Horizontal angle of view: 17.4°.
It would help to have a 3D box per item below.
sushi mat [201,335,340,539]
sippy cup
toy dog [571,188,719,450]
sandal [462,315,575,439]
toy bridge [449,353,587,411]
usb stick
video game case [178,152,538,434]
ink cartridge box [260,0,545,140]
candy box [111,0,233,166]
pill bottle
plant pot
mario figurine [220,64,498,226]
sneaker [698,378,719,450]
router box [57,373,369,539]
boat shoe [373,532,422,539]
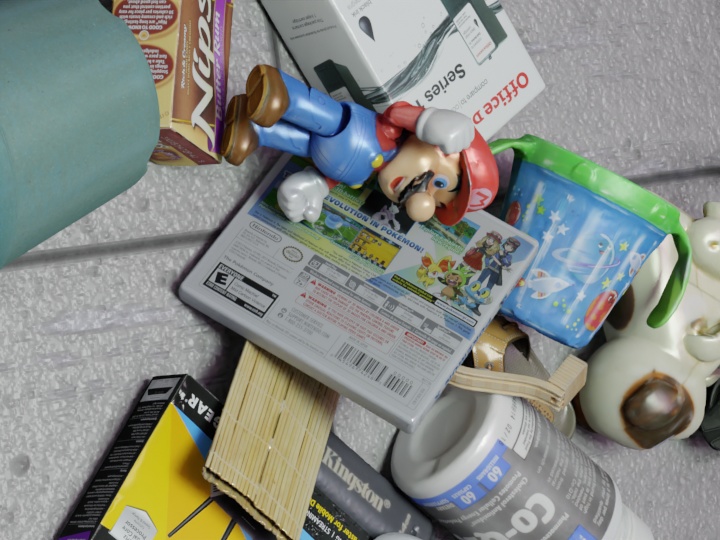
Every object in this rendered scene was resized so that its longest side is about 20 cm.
[{"bbox_3d":[-0.057,0.100,1.677,0.096,0.012,0.201,44,35,-22],"label":"sushi mat"},{"bbox_3d":[0.155,-0.016,1.788,0.131,0.177,0.140,-62,160,1],"label":"sippy cup"},{"bbox_3d":[0.240,0.044,1.883,0.193,0.139,0.201,21,76,-37],"label":"toy dog"},{"bbox_3d":[0.106,0.075,1.829,0.200,0.054,0.082,45,61,-24],"label":"sandal"},{"bbox_3d":[0.068,0.047,1.745,0.199,0.027,0.067,31,56,20],"label":"toy bridge"},{"bbox_3d":[-0.018,0.152,1.737,0.200,0.033,0.056,44,43,-26],"label":"usb stick"},{"bbox_3d":[0.000,0.000,1.704,0.199,0.022,0.183,29,61,14],"label":"video game case"},{"bbox_3d":[0.031,-0.178,1.784,0.147,0.083,0.201,-42,111,-32],"label":"ink cartridge box"},{"bbox_3d":[-0.131,-0.183,1.645,0.117,0.056,0.202,37,54,-73],"label":"candy box"},{"bbox_3d":[0.127,0.175,1.797,0.200,0.113,0.114,41,62,-25],"label":"pill bottle"},{"bbox_3d":[-0.246,-0.087,1.510,0.196,0.199,0.201,-28,102,-44],"label":"plant pot"},{"bbox_3d":[0.006,-0.075,1.664,0.199,0.123,0.107,14,91,-19],"label":"mario figurine"},{"bbox_3d":[0.340,0.099,1.995,0.071,0.098,0.200,57,32,-3],"label":"sneaker"},{"bbox_3d":[-0.102,0.191,1.660,0.200,0.051,0.150,43,62,-27],"label":"router box"},{"bbox_3d":[0.071,0.263,1.754,0.069,0.056,0.200,-54,129,-15],"label":"boat shoe"}]
